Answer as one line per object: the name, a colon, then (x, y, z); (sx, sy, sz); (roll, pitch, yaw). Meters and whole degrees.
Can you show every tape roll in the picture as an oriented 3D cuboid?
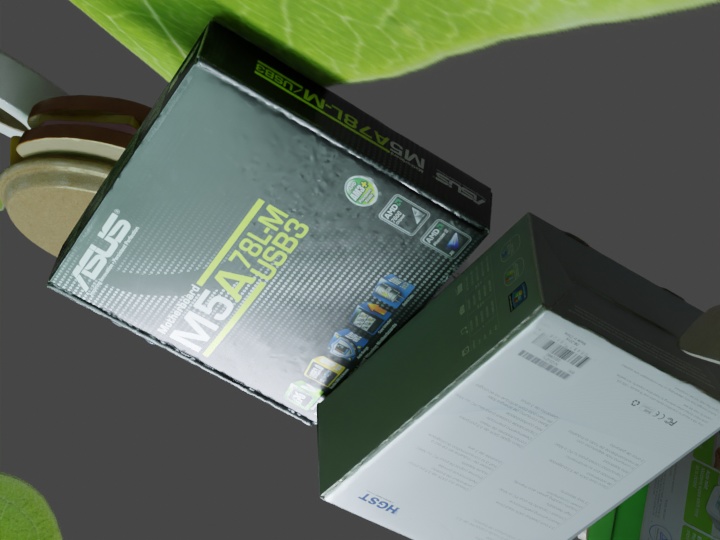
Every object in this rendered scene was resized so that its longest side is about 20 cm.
tape roll: (-0.317, -0.156, 1.430); (0.202, 0.037, 0.203); (28, 172, 4)

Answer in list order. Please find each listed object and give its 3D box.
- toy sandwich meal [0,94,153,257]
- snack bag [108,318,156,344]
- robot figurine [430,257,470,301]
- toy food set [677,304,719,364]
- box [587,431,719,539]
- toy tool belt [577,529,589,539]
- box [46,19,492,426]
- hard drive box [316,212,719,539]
toy sandwich meal: (-0.192, -0.059, 1.327); (0.203, 0.071, 0.205); (13, 156, 6)
snack bag: (-0.115, 0.017, 1.376); (0.187, 0.022, 0.200); (-14, -165, -24)
robot figurine: (-0.022, -0.008, 1.106); (0.199, 0.125, 0.150); (30, -170, -13)
toy food set: (0.283, 0.090, 0.927); (0.200, 0.061, 0.143); (34, 169, -34)
box: (0.260, 0.207, 1.219); (0.176, 0.201, 0.097); (28, 131, -7)
toy tool belt: (0.198, 0.202, 1.657); (0.200, 0.124, 0.125); (33, 170, -35)
box: (-0.055, -0.019, 0.991); (0.192, 0.048, 0.200); (29, 127, -17)
hard drive box: (0.093, 0.081, 0.993); (0.155, 0.200, 0.077); (28, -143, -28)
